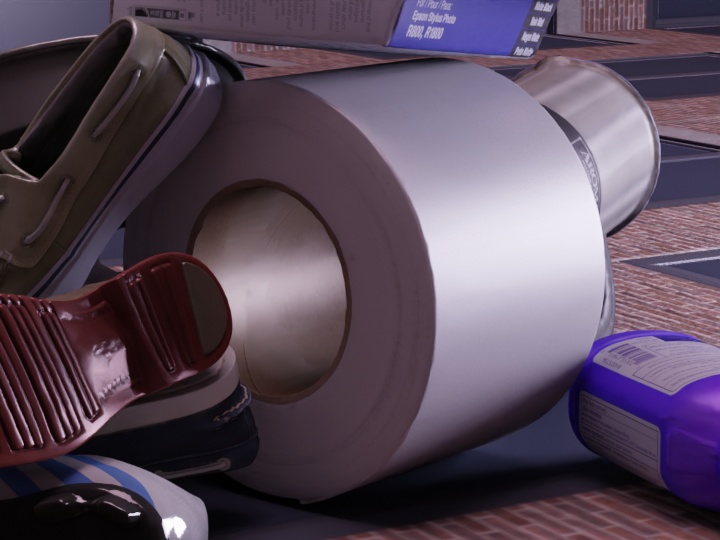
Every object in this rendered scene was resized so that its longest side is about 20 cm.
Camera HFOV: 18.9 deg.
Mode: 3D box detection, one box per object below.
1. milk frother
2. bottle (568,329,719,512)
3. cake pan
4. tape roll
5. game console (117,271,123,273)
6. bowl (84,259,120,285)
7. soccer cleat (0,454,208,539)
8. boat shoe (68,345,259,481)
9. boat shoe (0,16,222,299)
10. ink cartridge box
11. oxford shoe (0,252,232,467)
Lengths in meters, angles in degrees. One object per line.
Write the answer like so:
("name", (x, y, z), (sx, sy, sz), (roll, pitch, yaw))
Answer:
("milk frother", (0.052, -0.028, 1.271), (0.199, 0.181, 0.188), (11, 18, 22))
("bottle", (0.173, 0.077, 1.017), (0.083, 0.066, 0.200), (-4, 12, -22))
("cake pan", (-0.152, -0.061, 1.112), (0.200, 0.037, 0.200), (-13, -17, -4))
("tape roll", (0.000, 0.000, 1.062), (0.202, 0.203, 0.139), (9, 13, 40))
("game console", (-0.095, 0.029, 1.395), (0.176, 0.031, 0.200), (-1, 11, -22))
("bowl", (-0.187, 0.033, 1.191), (0.200, 0.095, 0.201), (0, 11, 0))
("soccer cleat", (-0.158, 0.106, 0.911), (0.199, 0.070, 0.086), (8, 3, 17))
("boat shoe", (-0.146, 0.084, 0.991), (0.199, 0.062, 0.075), (-16, 26, -2))
("boat shoe", (-0.149, -0.034, 1.008), (0.062, 0.200, 0.072), (37, 3, -38))
("ink cartridge box", (0.012, -0.126, 1.053), (0.199, 0.041, 0.199), (6, 7, 25))
("oxford shoe", (-0.142, 0.047, 0.905), (0.075, 0.071, 0.200), (-23, -5, 41))
